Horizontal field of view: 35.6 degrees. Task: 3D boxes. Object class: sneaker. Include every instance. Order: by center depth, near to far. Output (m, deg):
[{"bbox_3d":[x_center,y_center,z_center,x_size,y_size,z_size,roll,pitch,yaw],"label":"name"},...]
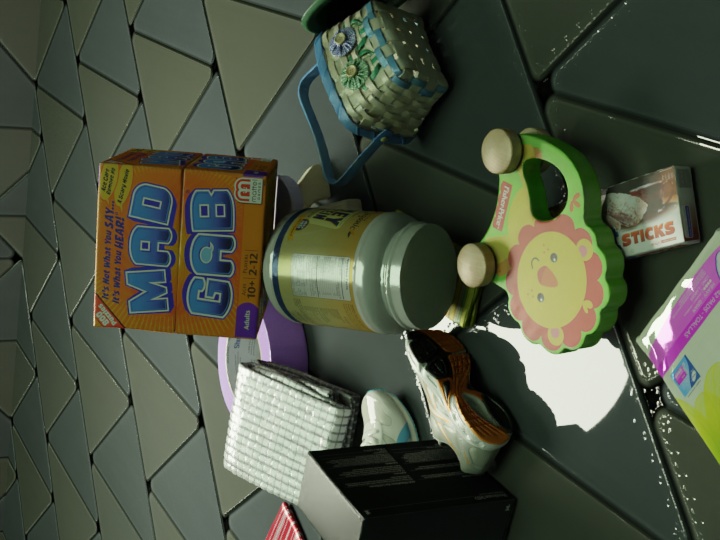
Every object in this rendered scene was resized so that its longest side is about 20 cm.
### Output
[{"bbox_3d":[0.099,0.154,1.314,0.200,0.075,0.092,60,143,42],"label":"sneaker"},{"bbox_3d":[0.028,0.247,1.425,0.077,0.080,0.201,-43,54,54],"label":"sneaker"}]

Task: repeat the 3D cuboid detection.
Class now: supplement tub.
[{"bbox_3d":[0.000,0.000,1.332,0.199,0.144,0.145,5,95,36],"label":"supplement tub"}]

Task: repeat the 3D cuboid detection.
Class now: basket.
[{"bbox_3d":[0.001,-0.228,1.405,0.200,0.139,0.177,-46,52,38],"label":"basket"}]

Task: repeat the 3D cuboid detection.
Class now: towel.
[{"bbox_3d":[0.089,-0.005,1.382,0.200,0.018,0.086,36,117,54],"label":"towel"},{"bbox_3d":[-0.093,0.229,1.586,0.199,0.085,0.166,17,98,34],"label":"towel"},{"bbox_3d":[-0.105,0.477,1.715,0.200,0.022,0.145,61,139,39],"label":"towel"}]

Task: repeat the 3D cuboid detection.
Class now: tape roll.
[{"bbox_3d":[-0.155,0.141,1.753,0.200,0.065,0.201,5,95,60],"label":"tape roll"}]

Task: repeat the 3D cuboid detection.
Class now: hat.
[{"bbox_3d":[-0.021,-0.408,1.387,0.165,0.200,0.177,-27,84,26],"label":"hat"}]

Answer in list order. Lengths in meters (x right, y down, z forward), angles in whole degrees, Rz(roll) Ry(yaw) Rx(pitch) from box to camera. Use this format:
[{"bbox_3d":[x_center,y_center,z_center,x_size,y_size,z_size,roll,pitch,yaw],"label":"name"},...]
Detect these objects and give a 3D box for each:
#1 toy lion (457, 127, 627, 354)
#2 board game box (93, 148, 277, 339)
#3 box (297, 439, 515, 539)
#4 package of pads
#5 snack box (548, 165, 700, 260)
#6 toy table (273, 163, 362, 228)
[{"bbox_3d":[0.190,-0.026,1.122,0.192,0.068,0.201,32,119,47],"label":"toy lion"},{"bbox_3d":[-0.215,-0.040,1.421,0.200,0.199,0.201,-94,9,-79],"label":"board game box"},{"bbox_3d":[0.050,0.263,1.268,0.141,0.199,0.079,36,121,55],"label":"box"},{"bbox_3d":[0.331,0.077,0.919,0.200,0.068,0.155,63,142,36],"label":"package of pads"},{"bbox_3d":[0.247,-0.044,1.099,0.200,0.024,0.072,-19,76,59],"label":"snack box"},{"bbox_3d":[-0.088,-0.063,1.584,0.200,0.117,0.185,-9,83,60],"label":"toy table"}]
